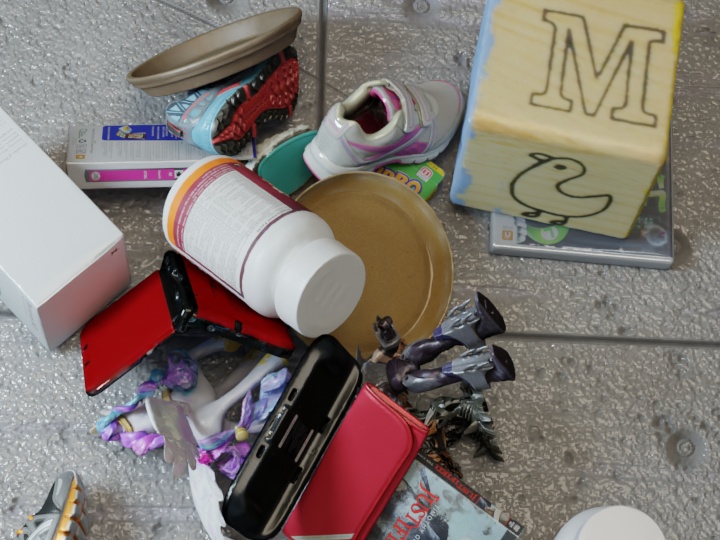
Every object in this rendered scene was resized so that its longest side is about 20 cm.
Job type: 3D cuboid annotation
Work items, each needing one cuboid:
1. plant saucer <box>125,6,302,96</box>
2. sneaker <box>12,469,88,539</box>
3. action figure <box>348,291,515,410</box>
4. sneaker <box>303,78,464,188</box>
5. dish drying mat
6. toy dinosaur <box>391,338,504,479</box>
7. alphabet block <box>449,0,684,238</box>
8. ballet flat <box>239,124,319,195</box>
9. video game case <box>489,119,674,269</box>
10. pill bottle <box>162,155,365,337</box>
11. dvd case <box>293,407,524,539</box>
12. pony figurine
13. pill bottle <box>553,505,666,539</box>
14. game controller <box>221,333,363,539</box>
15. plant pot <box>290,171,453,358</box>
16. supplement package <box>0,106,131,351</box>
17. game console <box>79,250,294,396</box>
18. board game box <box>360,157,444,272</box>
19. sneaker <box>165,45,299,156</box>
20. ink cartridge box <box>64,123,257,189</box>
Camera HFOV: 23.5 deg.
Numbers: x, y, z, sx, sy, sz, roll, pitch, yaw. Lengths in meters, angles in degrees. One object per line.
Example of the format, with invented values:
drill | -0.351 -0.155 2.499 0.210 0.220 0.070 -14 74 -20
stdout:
plant saucer | -0.151 -0.228 1.824 0.198 0.200 0.030 -25 107 -14
sneaker | -0.313 0.281 1.641 0.076 0.078 0.202 13 65 10
action figure | 0.049 0.095 1.687 0.198 0.069 0.131 -24 57 24
sneaker | 0.036 -0.158 1.816 0.199 0.089 0.082 -28 68 -32
dish drying mat | -0.007 0.201 1.648 0.076 0.201 0.018 36 33 12
toy dinosaur | 0.066 0.164 1.718 0.134 0.102 0.202 -17 87 5
alphabet block | 0.211 -0.173 1.791 0.197 0.196 0.199 11 68 2
ballet flat | -0.121 -0.091 1.821 0.072 0.072 0.200 42 68 12
video game case | 0.240 -0.096 1.875 0.197 0.023 0.184 5 67 -3
pill bottle | -0.093 -0.023 1.678 0.109 0.110 0.199 -42 53 -19
dvd case | 0.043 0.238 1.661 0.199 0.147 0.022 36 34 9
pony figurine | -0.151 0.150 1.685 0.199 0.168 0.193 -29 40 -12
pill bottle | 0.224 0.287 1.617 0.111 0.200 0.114 2 67 -4
game controller | -0.064 0.158 1.632 0.042 0.104 0.201 20 75 35
plant pot | 0.000 0.000 1.782 0.198 0.027 0.203 2 82 -18
supplement package | -0.338 -0.042 1.747 0.117 0.117 0.200 -40 73 -20
game console | -0.172 0.067 1.697 0.171 0.200 0.120 21 102 -16
board game box | -0.004 -0.057 1.835 0.095 0.030 0.200 37 72 9
sneaker | -0.135 -0.190 1.827 0.095 0.080 0.200 12 30 24
ink cartridge box | -0.208 -0.122 1.814 0.197 0.037 0.095 -4 29 -4
